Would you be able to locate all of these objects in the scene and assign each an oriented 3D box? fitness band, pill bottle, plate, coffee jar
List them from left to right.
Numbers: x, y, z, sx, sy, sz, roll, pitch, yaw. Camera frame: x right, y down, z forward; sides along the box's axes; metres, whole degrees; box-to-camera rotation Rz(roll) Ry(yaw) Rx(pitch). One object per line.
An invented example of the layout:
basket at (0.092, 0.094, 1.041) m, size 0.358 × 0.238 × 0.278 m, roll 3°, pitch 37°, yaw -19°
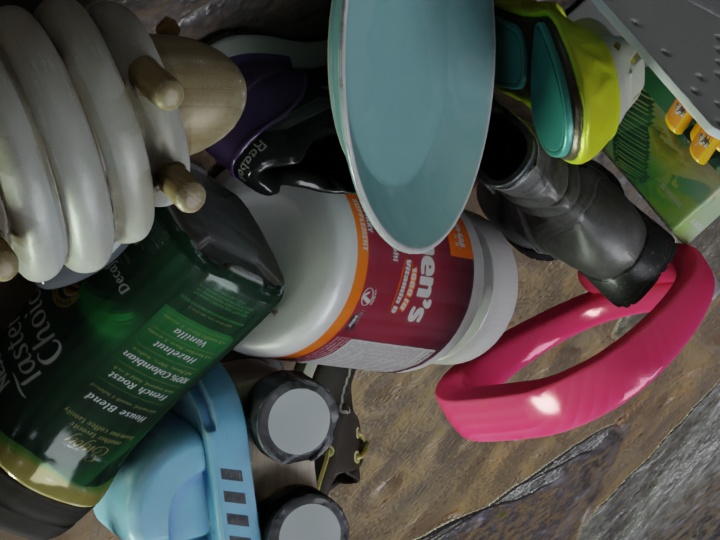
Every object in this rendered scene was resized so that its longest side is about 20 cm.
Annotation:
coffee jar at (-0.135, 0.042, 1.480) m, size 0.085 × 0.104 × 0.200 m, roll 25°, pitch 114°, yaw -41°
pill bottle at (0.000, 0.000, 1.580) m, size 0.110 × 0.110 × 0.200 m, roll -48°, pitch 152°, yaw 20°
plate at (0.021, -0.108, 1.415) m, size 0.200 × 0.025 × 0.201 m, roll 2°, pitch 90°, yaw -67°
fitness band at (0.123, 0.043, 1.614) m, size 0.144 × 0.037 × 0.200 m, roll -42°, pitch -166°, yaw -26°

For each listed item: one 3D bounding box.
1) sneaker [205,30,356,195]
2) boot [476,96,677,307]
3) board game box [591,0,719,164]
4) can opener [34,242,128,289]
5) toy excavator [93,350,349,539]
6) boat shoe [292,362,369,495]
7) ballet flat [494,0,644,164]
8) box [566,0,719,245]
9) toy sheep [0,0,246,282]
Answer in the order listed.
sneaker at (-0.005, -0.073, 1.482) m, size 0.199 × 0.088 × 0.076 m, roll -11°, pitch 143°, yaw -44°
boot at (0.089, -0.060, 1.601) m, size 0.132 × 0.200 × 0.070 m, roll 39°, pitch 86°, yaw -26°
board game box at (0.181, -0.137, 1.488) m, size 0.199 × 0.200 × 0.026 m, roll -8°, pitch 141°, yaw -46°
can opener at (-0.188, 0.016, 1.399) m, size 0.200 × 0.067 × 0.053 m, roll -42°, pitch -161°, yaw -1°
toy excavator at (-0.114, 0.148, 1.528) m, size 0.199 × 0.100 × 0.196 m, roll -11°, pitch 104°, yaw -20°
boat shoe at (-0.030, 0.116, 1.683) m, size 0.072 × 0.060 × 0.202 m, roll 120°, pitch -9°, yaw -77°
ballet flat at (0.110, -0.106, 1.485) m, size 0.067 × 0.200 × 0.067 m, roll -5°, pitch 108°, yaw -12°
box at (0.208, -0.133, 1.594) m, size 0.200 × 0.144 × 0.036 m, roll -43°, pitch 154°, yaw 9°
toy sheep at (-0.145, -0.056, 1.287) m, size 0.199 × 0.138 × 0.138 m, roll -16°, pitch 148°, yaw -15°
